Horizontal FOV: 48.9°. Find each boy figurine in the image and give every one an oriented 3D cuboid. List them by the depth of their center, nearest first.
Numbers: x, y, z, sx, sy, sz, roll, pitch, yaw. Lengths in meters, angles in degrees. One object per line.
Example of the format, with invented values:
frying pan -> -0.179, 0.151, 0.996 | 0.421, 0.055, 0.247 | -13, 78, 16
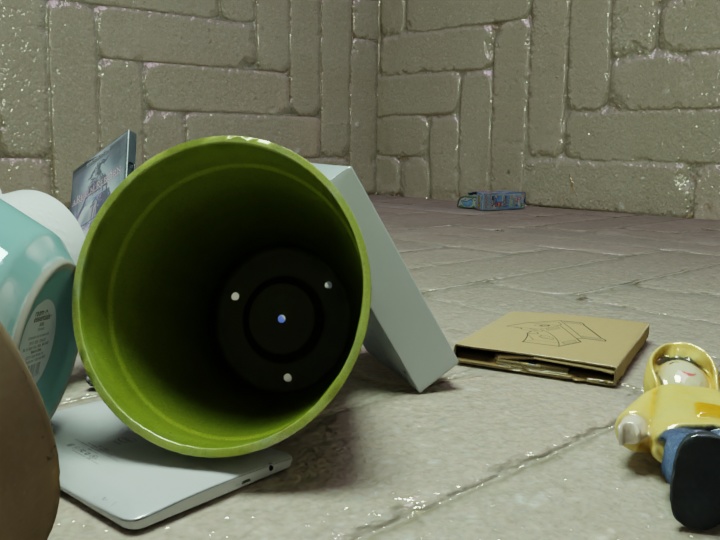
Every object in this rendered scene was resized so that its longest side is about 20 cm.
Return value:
boy figurine -> 0.232, 0.102, 0.526 | 0.121, 0.066, 0.200 | 0, 12, 14

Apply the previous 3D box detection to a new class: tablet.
tablet -> -0.156, 0.121, 0.543 | 0.197, 0.014, 0.129 | 9, 12, 41

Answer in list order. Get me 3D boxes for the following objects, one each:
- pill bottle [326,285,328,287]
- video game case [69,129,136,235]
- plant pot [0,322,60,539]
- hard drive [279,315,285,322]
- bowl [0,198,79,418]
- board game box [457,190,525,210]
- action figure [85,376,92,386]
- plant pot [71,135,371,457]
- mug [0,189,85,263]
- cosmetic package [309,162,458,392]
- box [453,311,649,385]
pill bottle -> -0.075, -0.043, 1.274 | 0.110, 0.116, 0.200 | -2, 8, -14
video game case -> -0.367, -0.082, 1.118 | 0.141, 0.204, 0.019 | -25, -31, 33
plant pot -> -0.230, 0.088, 0.258 | 0.196, 0.204, 0.175 | 3, 26, 18
hard drive -> -0.171, 0.071, 0.821 | 0.196, 0.026, 0.132 | -2, 9, -17
bowl -> -0.246, 0.040, 0.502 | 0.103, 0.205, 0.201 | 12, 8, -2
board game box -> 0.449, -0.250, 2.807 | 0.197, 0.063, 0.198 | 9, 11, 42
action figure -> -0.270, 0.058, 0.695 | 0.128, 0.071, 0.199 | 24, 29, 28
plant pot -> -0.077, 0.029, 0.594 | 0.196, 0.205, 0.193 | 2, -9, 8
mug -> -0.408, -0.022, 0.846 | 0.145, 0.204, 0.175 | -13, 12, 18
cosmetic package -> 0.000, 0.000, 0.733 | 0.051, 0.202, 0.151 | -32, 17, -8
box -> 0.205, 0.075, 0.830 | 0.160, 0.022, 0.199 | 5, 11, 28
